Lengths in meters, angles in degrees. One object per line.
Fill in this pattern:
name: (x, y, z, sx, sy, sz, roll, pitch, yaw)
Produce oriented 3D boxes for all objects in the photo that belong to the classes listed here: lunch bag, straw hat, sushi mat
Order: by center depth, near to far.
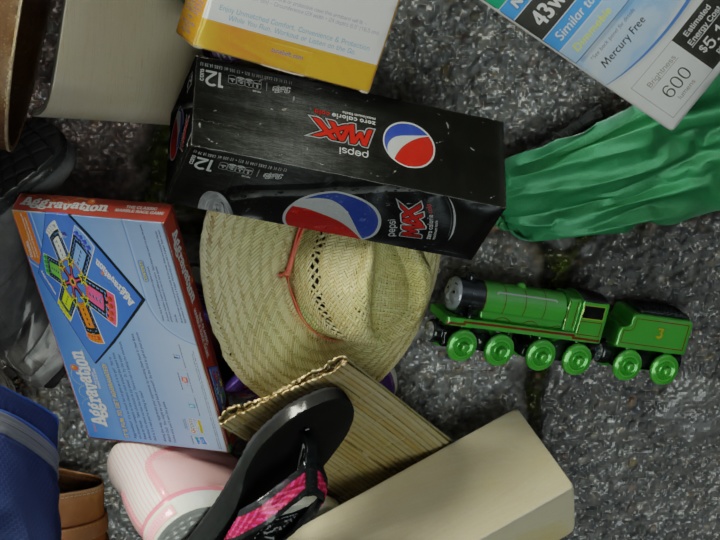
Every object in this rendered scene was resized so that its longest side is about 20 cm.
straw hat: (0.000, 0.000, 1.531, 0.200, 0.085, 0.202, -8, 105, -32)
lunch bag: (-0.290, 0.146, 1.540, 0.199, 0.133, 0.136, -18, 148, 23)
sushi mat: (-0.011, 0.107, 1.600, 0.095, 0.012, 0.200, -24, 152, 15)

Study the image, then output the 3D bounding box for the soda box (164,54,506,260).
soda box: (-0.014, -0.066, 1.463, 0.199, 0.071, 0.063, 11, 146, -14)

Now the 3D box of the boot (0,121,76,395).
boot: (-0.219, 0.003, 1.550, 0.132, 0.070, 0.200, 36, 114, -29)

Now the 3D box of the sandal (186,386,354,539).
sandal: (-0.060, 0.156, 1.549, 0.075, 0.045, 0.200, 10, 123, -49)

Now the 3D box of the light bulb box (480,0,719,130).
light bulb box: (0.160, -0.231, 1.469, 0.200, 0.125, 0.198, 30, 107, -25)

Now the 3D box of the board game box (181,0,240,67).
board game box: (-0.070, -0.232, 1.424, 0.120, 0.032, 0.201, -29, 118, -14)

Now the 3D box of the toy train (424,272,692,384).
toy train: (0.136, 0.038, 1.634, 0.199, 0.042, 0.057, 8, 106, -26)

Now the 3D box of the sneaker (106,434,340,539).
sneaker: (-0.092, 0.151, 1.647, 0.200, 0.105, 0.075, 16, 116, -51)

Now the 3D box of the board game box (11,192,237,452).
board game box: (-0.145, 0.035, 1.519, 0.102, 0.019, 0.201, 4, 134, 18)

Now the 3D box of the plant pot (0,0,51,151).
plant pot: (-0.282, -0.177, 1.389, 0.199, 0.187, 0.188, 10, 115, -4)

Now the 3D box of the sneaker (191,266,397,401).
sneaker: (-0.067, 0.065, 1.595, 0.199, 0.084, 0.081, 20, 111, -21)

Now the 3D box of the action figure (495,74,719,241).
action figure: (0.160, -0.066, 1.593, 0.199, 0.055, 0.118, -16, 120, 5)

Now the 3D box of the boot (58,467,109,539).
boot: (-0.184, 0.209, 1.652, 0.199, 0.074, 0.155, 4, 111, -16)

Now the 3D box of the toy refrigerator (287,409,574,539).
toy refrigerator: (0.043, 0.184, 1.647, 0.199, 0.076, 0.070, -28, 147, -14)

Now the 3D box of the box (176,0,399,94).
box: (-0.021, -0.214, 1.414, 0.119, 0.041, 0.201, 13, 101, -27)

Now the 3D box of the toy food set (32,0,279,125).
toy food set: (-0.116, -0.182, 1.474, 0.143, 0.060, 0.201, 3, 109, -23)
